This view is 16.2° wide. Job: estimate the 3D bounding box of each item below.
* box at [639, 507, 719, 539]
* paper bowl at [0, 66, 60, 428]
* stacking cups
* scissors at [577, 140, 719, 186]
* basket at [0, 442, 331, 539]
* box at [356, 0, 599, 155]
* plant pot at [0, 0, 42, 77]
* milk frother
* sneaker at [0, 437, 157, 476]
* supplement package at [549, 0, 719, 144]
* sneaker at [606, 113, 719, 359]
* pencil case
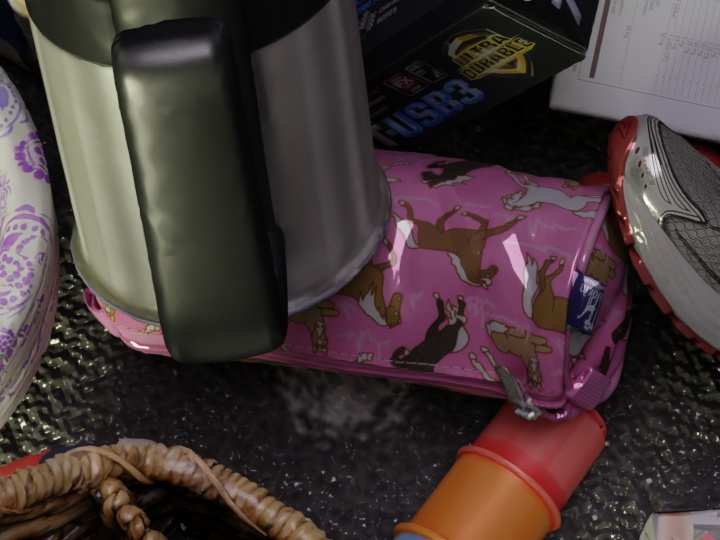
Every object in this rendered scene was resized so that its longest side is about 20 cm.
[{"bbox_3d":[0.208,0.138,0.927,0.199,0.035,0.111,-3,68,-3],"label":"box"},{"bbox_3d":[-0.210,-0.002,0.935,0.199,0.104,0.202,0,67,-1],"label":"paper bowl"},{"bbox_3d":[0.021,0.123,0.913,0.060,0.061,0.200,33,71,12],"label":"stacking cups"},{"bbox_3d":[0.176,0.005,0.986,0.199,0.073,0.014,28,53,-16],"label":"scissors"},{"bbox_3d":[-0.044,0.143,0.768,0.142,0.149,0.200,-36,63,-8],"label":"basket"},{"bbox_3d":[0.037,-0.146,0.953,0.049,0.200,0.200,23,68,-21],"label":"box"},{"bbox_3d":[-0.133,-0.194,0.973,0.199,0.200,0.180,28,77,10],"label":"plant pot"},{"bbox_3d":[-0.103,-0.070,0.825,0.199,0.189,0.181,4,42,14],"label":"milk frother"},{"bbox_3d":[-0.111,0.157,0.894,0.084,0.075,0.201,-1,60,2],"label":"sneaker"},{"bbox_3d":[0.180,-0.098,0.964,0.199,0.110,0.114,13,99,3],"label":"supplement package"},{"bbox_3d":[0.170,-0.003,0.917,0.199,0.082,0.078,31,33,-22],"label":"sneaker"},{"bbox_3d":[0.000,0.000,0.934,0.199,0.083,0.087,8,28,17],"label":"pencil case"}]
